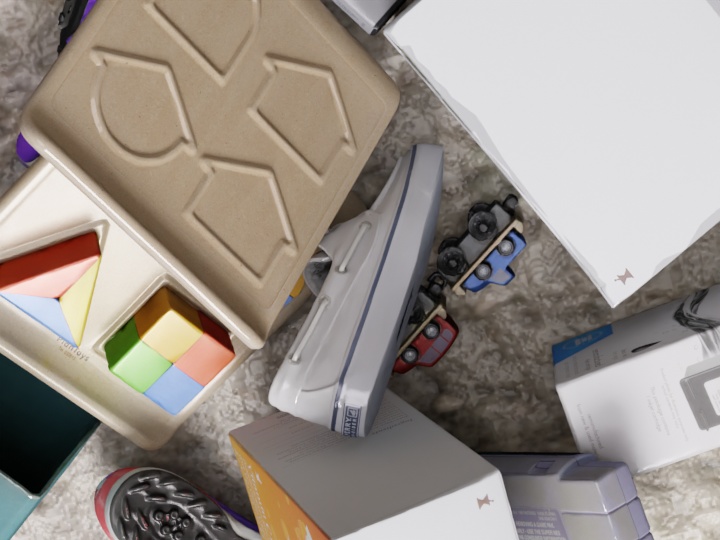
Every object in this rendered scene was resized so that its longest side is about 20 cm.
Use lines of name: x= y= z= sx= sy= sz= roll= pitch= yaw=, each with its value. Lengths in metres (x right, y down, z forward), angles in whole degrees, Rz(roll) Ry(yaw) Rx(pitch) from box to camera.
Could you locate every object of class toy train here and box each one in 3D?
toy train: x=0.034 y=0.037 z=1.132 sx=0.046 sy=0.034 sz=0.200 roll=39 pitch=101 yaw=-6

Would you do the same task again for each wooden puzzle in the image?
wooden puzzle: x=-0.081 y=-0.087 z=1.020 sx=0.185 sy=0.046 sz=0.201 roll=45 pitch=56 yaw=-29
wooden puzzle: x=-0.115 y=-0.005 z=1.086 sx=0.200 sy=0.046 sz=0.185 roll=-47 pitch=121 yaw=8

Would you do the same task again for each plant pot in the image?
plant pot: x=-0.278 y=0.144 z=1.125 sx=0.141 sy=0.141 sz=0.201 roll=35 pitch=106 yaw=-2

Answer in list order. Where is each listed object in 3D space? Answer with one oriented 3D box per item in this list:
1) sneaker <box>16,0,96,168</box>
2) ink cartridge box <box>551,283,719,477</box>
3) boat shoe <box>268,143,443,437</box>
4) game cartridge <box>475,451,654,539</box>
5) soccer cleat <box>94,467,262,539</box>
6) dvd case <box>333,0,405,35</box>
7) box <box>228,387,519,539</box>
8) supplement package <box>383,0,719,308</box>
sneaker: x=-0.144 y=-0.151 z=1.102 sx=0.100 sy=0.070 sz=0.200 roll=45 pitch=96 yaw=3
ink cartridge box: x=0.213 y=0.049 z=1.079 sx=0.198 sy=0.116 sz=0.067 roll=-21 pitch=97 yaw=7
boat shoe: x=0.000 y=0.000 z=1.062 sx=0.065 sy=0.201 sz=0.074 roll=14 pitch=139 yaw=7
game cartridge: x=0.102 y=0.167 z=1.082 sx=0.038 sy=0.199 sz=0.131 roll=-20 pitch=97 yaw=-31
soccer cleat: x=-0.078 y=0.183 z=1.159 sx=0.199 sy=0.073 sz=0.069 roll=37 pitch=77 yaw=-19
dvd case: x=-0.020 y=-0.251 z=1.069 sx=0.200 sy=0.018 sz=0.143 roll=42 pitch=79 yaw=-3
box: x=0.012 y=0.153 z=1.036 sx=0.097 sy=0.200 sz=0.125 roll=-20 pitch=106 yaw=-15
supplement package: x=0.136 y=-0.112 z=1.060 sx=0.155 sy=0.111 sz=0.200 roll=-40 pitch=95 yaw=10
